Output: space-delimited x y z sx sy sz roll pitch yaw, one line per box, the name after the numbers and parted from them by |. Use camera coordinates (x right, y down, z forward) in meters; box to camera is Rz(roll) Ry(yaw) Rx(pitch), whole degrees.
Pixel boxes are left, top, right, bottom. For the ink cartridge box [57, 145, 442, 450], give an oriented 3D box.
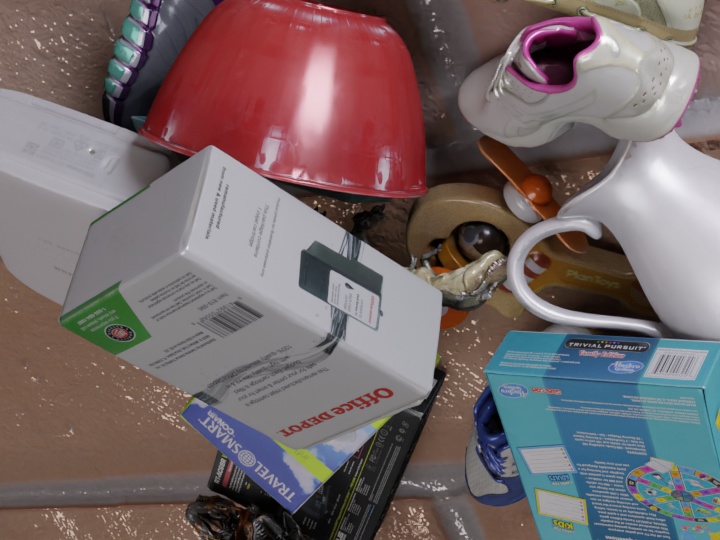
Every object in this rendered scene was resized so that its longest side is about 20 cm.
-0.066 0.025 0.975 0.199 0.084 0.146 33 141 -29 | ink cartridge box

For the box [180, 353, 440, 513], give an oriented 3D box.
-0.047 0.094 1.155 0.122 0.048 0.200 41 122 -1 | box

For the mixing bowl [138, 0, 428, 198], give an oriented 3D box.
-0.039 -0.124 1.011 0.199 0.200 0.109 17 101 16 | mixing bowl

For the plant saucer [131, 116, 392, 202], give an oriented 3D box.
-0.068 -0.079 1.079 0.199 0.070 0.019 17 102 30 | plant saucer

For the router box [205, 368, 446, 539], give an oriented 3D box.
-0.032 0.133 1.248 0.149 0.062 0.201 26 130 7 | router box

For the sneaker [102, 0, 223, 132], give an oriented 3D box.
-0.123 -0.163 1.085 0.087 0.075 0.201 25 131 1 | sneaker

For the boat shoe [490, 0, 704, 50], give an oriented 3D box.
0.114 -0.182 0.950 0.199 0.073 0.063 10 122 12 | boat shoe

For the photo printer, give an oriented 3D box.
-0.196 -0.030 1.111 0.165 0.070 0.200 21 151 16 | photo printer

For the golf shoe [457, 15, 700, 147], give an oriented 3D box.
0.116 -0.125 0.946 0.091 0.076 0.199 26 167 -32 | golf shoe

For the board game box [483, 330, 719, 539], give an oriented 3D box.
0.181 0.135 1.007 0.150 0.047 0.201 3 127 33 | board game box

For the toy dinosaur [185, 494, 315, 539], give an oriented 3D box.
-0.056 0.242 1.238 0.199 0.136 0.103 11 87 10 | toy dinosaur

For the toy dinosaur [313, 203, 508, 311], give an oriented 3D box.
0.000 0.000 1.041 0.199 0.048 0.089 -10 114 28 | toy dinosaur

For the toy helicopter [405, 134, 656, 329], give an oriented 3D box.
0.130 -0.017 1.062 0.199 0.079 0.133 13 130 2 | toy helicopter

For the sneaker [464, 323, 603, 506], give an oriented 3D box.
0.108 0.112 1.130 0.075 0.088 0.201 47 137 25 | sneaker

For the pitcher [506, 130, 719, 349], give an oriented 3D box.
0.210 0.003 0.982 0.200 0.121 0.172 42 104 1 | pitcher
